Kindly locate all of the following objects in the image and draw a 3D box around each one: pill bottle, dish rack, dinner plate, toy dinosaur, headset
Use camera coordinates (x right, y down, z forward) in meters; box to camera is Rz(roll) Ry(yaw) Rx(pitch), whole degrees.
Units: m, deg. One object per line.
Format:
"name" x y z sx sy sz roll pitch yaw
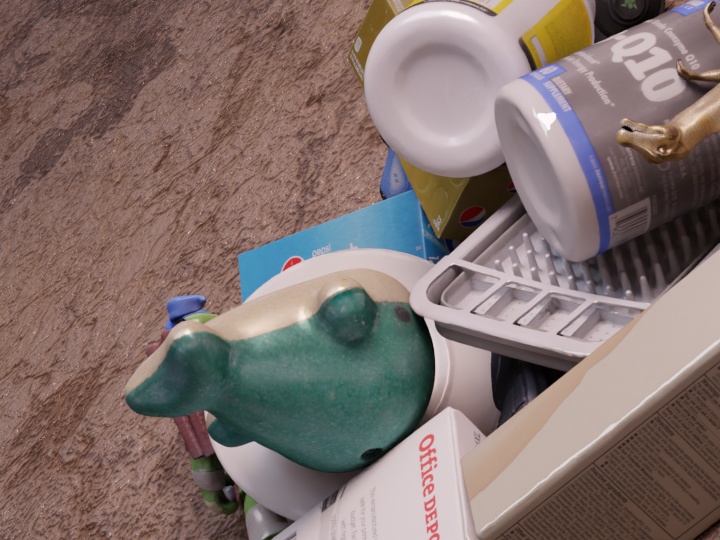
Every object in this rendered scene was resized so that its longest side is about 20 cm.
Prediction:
"pill bottle" 0.086 -0.143 1.496 0.112 0.112 0.200 -31 7 31
"dish rack" 0.146 -0.004 1.400 0.171 0.044 0.200 13 44 43
"pill bottle" 0.189 -0.094 1.368 0.199 0.114 0.114 -25 23 -10
"dinner plate" -0.005 0.069 1.500 0.198 0.024 0.202 -4 59 6
"toy dinosaur" 0.240 -0.103 1.274 0.198 0.058 0.102 -9 67 24
"headset" 0.170 -0.218 1.696 0.200 0.094 0.124 -51 23 20

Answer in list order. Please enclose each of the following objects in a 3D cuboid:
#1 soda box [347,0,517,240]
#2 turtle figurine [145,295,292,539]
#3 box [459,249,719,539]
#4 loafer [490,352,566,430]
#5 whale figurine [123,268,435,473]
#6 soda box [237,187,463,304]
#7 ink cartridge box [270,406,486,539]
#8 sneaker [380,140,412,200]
"soda box" 0.059 -0.109 1.598 0.068 0.064 0.201 -64 36 34
"turtle figurine" -0.049 0.112 1.597 0.143 0.201 0.194 -26 45 -7
"box" 0.160 0.090 1.272 0.200 0.095 0.078 -39 26 15
"loafer" 0.118 0.064 1.435 0.200 0.062 0.072 -87 15 -59
"whale figurine" -0.040 0.069 1.389 0.159 0.199 0.104 -45 61 36
"soda box" 0.000 0.000 1.661 0.199 0.064 0.068 -19 72 45
"ink cartridge box" 0.009 0.197 1.366 0.200 0.084 0.146 -37 26 20
"sneaker" 0.055 -0.126 1.748 0.089 0.079 0.201 -21 36 39
